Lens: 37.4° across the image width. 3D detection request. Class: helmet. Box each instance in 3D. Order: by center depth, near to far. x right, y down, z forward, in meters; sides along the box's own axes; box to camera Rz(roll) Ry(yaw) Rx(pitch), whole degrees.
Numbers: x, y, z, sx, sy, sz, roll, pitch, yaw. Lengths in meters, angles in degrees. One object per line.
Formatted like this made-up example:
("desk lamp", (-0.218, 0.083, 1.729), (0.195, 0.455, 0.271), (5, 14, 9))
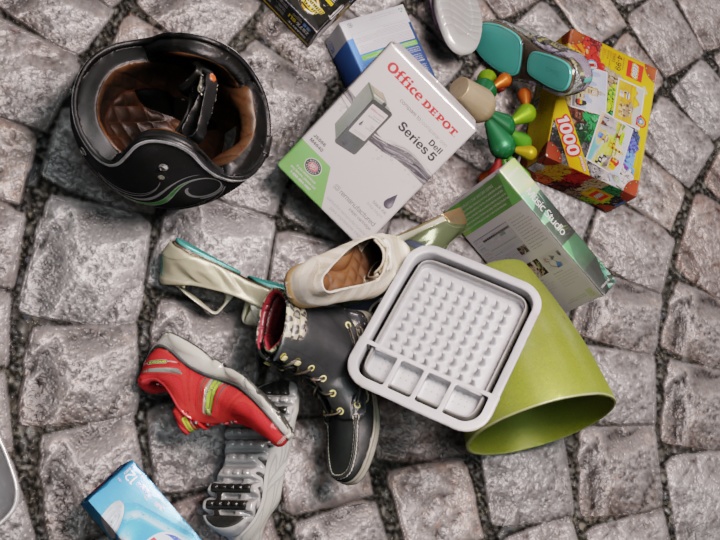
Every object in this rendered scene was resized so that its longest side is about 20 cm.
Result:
("helmet", (-0.216, -0.162, 1.178), (0.199, 0.189, 0.203), (7, 82, -56))

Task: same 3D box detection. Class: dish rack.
("dish rack", (0.096, 0.079, 1.198), (0.170, 0.044, 0.201), (22, 63, 17))

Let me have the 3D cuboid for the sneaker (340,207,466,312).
("sneaker", (0.058, 0.000, 1.316), (0.199, 0.067, 0.091), (-25, 87, -20))

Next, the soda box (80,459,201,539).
("soda box", (-0.206, 0.299, 1.127), (0.064, 0.068, 0.200), (-42, 94, -26))

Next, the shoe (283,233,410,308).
("shoe", (0.000, 0.000, 1.198), (0.199, 0.053, 0.071), (-20, 91, -47))

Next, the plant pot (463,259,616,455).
("plant pot", (0.189, 0.096, 1.294), (0.185, 0.187, 0.202), (-5, 64, -23))

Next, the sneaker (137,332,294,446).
("sneaker", (-0.159, 0.148, 1.160), (0.199, 0.077, 0.085), (27, 74, 25))

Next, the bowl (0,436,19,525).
("bowl", (-0.457, 0.199, 1.048), (0.198, 0.075, 0.202), (-26, 86, -26))

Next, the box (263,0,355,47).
("box", (-0.083, -0.417, 1.378), (0.200, 0.049, 0.160), (44, 67, -6))

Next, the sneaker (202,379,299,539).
("sneaker", (-0.114, 0.215, 1.192), (0.081, 0.074, 0.201), (63, 37, -44))

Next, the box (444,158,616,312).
("box", (0.211, -0.033, 1.342), (0.200, 0.144, 0.036), (49, 60, -4))

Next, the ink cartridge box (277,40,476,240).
("ink cartridge box", (0.022, -0.153, 1.275), (0.145, 0.084, 0.200), (43, 103, -5))

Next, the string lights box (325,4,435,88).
("string lights box", (0.045, -0.231, 1.374), (0.102, 0.059, 0.202), (-21, 85, -25))

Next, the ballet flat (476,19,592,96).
("ballet flat", (0.233, -0.283, 1.419), (0.072, 0.073, 0.200), (-22, 40, -28))

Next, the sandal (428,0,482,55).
("sandal", (0.118, -0.370, 1.451), (0.082, 0.050, 0.205), (13, 58, -34))

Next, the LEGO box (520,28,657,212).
("LEGO box", (0.316, -0.205, 1.467), (0.148, 0.077, 0.202), (20, 70, -16))

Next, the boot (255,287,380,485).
("boot", (-0.051, 0.127, 1.189), (0.153, 0.073, 0.206), (22, 64, -41))

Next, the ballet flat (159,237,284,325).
("ballet flat", (-0.142, 0.027, 1.235), (0.198, 0.069, 0.070), (23, 69, -13))

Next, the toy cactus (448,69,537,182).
("toy cactus", (0.164, -0.196, 1.375), (0.164, 0.102, 0.202), (30, 49, -45))
